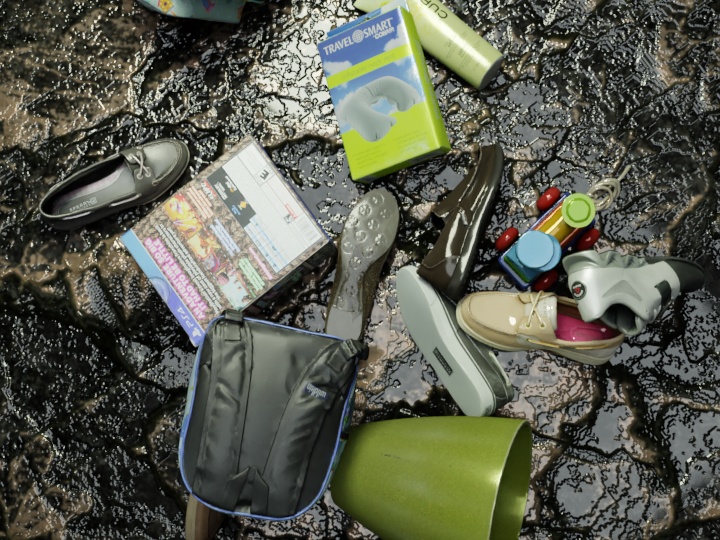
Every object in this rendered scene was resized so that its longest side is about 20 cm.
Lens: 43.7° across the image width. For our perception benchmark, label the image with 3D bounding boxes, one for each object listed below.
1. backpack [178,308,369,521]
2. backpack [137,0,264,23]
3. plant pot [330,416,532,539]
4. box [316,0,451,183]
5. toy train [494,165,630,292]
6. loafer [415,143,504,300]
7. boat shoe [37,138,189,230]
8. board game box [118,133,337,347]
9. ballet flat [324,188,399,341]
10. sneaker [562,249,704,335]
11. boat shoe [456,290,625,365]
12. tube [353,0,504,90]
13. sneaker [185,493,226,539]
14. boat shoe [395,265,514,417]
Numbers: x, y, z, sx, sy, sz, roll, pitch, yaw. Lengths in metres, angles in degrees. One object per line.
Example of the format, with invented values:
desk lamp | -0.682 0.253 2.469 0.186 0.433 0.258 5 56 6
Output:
backpack | -0.100 0.165 0.980 0.180 0.147 0.203 13 76 -2
backpack | -0.216 -0.393 1.081 0.200 0.175 0.154 41 119 18
plant pot | 0.073 0.239 1.003 0.197 0.187 0.190 10 85 22
box | 0.024 -0.222 1.092 0.121 0.048 0.203 -18 83 22
toy train | 0.248 -0.067 1.037 0.200 0.116 0.085 -44 83 0
loafer | 0.117 -0.068 1.054 0.070 0.073 0.202 17 68 11
boat shoe | -0.306 -0.107 1.117 0.198 0.057 0.068 -27 83 2
board game box | -0.154 -0.031 1.077 0.199 0.097 0.160 -37 82 0
ballet flat | 0.000 0.000 1.092 0.066 0.046 0.203 14 81 3
sneaker | 0.312 0.031 1.011 0.197 0.074 0.090 2 72 -28
boat shoe | 0.210 0.054 1.030 0.197 0.069 0.075 10 60 -9
tube | 0.086 -0.302 1.110 0.200 0.052 0.058 42 60 12
sneaker | -0.151 0.236 1.064 0.074 0.070 0.203 14 86 5
boat shoe | 0.110 0.079 1.065 0.063 0.071 0.202 -21 72 -30
